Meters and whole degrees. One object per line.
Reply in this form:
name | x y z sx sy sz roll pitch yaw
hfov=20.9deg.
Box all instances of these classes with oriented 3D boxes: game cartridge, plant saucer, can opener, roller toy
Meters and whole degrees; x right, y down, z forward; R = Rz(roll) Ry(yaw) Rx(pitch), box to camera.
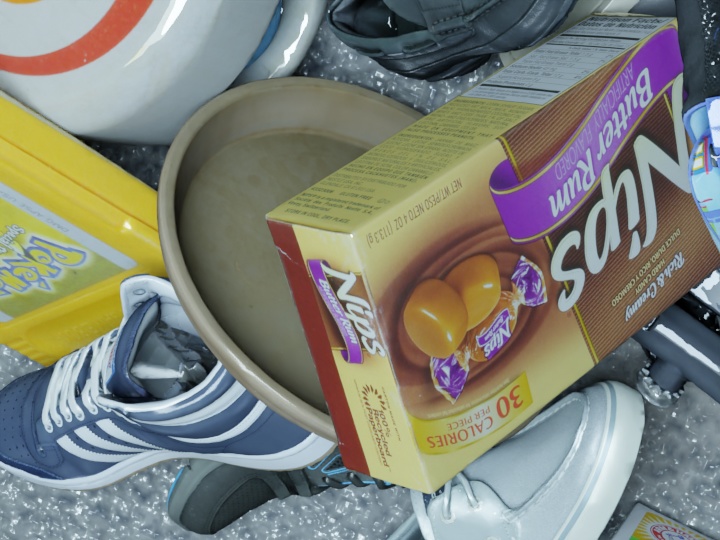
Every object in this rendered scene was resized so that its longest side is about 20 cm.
game cartridge | -0.166 -0.017 0.911 0.200 0.032 0.176 34 147 -28
plant saucer | 0.000 0.000 0.859 0.200 0.200 0.029 45 135 6
can opener | 0.197 0.063 0.876 0.200 0.063 0.079 42 113 8
roller toy | -0.114 -0.150 0.902 0.200 0.140 0.183 -5 88 24

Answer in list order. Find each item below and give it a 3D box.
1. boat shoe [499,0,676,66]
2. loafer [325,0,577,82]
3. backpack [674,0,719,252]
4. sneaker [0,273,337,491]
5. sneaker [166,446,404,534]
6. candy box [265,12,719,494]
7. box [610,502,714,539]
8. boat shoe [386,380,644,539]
boat shoe | 0.155 -0.142 0.868 0.200 0.073 0.063 -39 128 16
loafer | 0.040 -0.125 0.831 0.070 0.201 0.068 8 79 -18
backpack | 0.235 -0.075 0.775 0.200 0.183 0.135 -9 65 17
sneaker | -0.115 0.052 0.894 0.200 0.108 0.070 -6 66 28
sneaker | -0.009 0.082 0.944 0.200 0.073 0.082 -37 89 21
candy box | 0.063 -0.013 0.791 0.056 0.200 0.117 12 127 48
box | 0.126 0.196 0.851 0.101 0.200 0.113 25 108 13
boat shoe | 0.054 0.120 0.909 0.071 0.070 0.201 25 123 -18
